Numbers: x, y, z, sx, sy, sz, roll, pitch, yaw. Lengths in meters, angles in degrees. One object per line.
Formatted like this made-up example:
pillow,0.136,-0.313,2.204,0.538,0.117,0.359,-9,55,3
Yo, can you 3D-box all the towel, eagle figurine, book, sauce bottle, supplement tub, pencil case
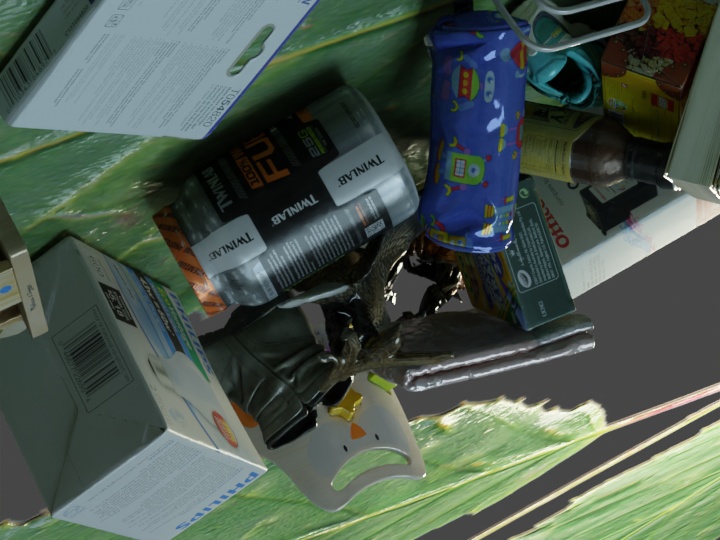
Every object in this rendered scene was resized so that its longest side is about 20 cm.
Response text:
towel,0.091,0.062,1.791,0.189,0.033,0.200,-12,-170,-16
eagle figurine,0.000,0.004,1.707,0.150,0.202,0.151,9,146,-9
book,0.314,-0.163,1.682,0.134,0.048,0.202,14,91,-74
sauce bottle,0.188,-0.109,1.735,0.065,0.198,0.065,-44,141,-52
supplement tub,-0.062,-0.053,1.614,0.199,0.123,0.123,-31,156,-4
pencil case,0.091,-0.116,1.615,0.086,0.202,0.078,4,-163,6

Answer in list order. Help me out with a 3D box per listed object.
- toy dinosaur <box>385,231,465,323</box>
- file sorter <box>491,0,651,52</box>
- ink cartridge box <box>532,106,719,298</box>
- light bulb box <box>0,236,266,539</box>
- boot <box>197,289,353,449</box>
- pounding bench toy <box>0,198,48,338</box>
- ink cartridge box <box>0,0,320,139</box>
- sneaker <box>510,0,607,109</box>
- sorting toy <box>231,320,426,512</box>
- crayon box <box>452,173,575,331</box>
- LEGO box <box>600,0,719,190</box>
toy dinosaur,0.067,-0.013,1.919,0.199,0.102,0.136,23,108,-40
file sorter,0.177,-0.278,1.478,0.138,0.125,0.201,-18,153,-28
ink cartridge box,0.236,-0.085,1.883,0.199,0.146,0.083,-30,155,-6
light bulb box,-0.203,0.105,1.649,0.124,0.199,0.200,-34,157,10
boot,-0.111,0.117,1.862,0.199,0.131,0.068,-38,155,12
pounding bench toy,-0.323,0.017,1.429,0.155,0.125,0.201,-26,155,-14
ink cartridge box,-0.134,-0.175,1.399,0.199,0.041,0.200,1,139,-51
sneaker,0.180,-0.172,1.735,0.077,0.080,0.199,-40,155,18
sorting toy,-0.023,0.150,1.971,0.199,0.181,0.107,-17,152,-30
crayon box,0.122,-0.025,1.780,0.051,0.127,0.200,-21,-170,-9
LEGO box,0.276,-0.186,1.746,0.150,0.077,0.200,-63,162,-17
